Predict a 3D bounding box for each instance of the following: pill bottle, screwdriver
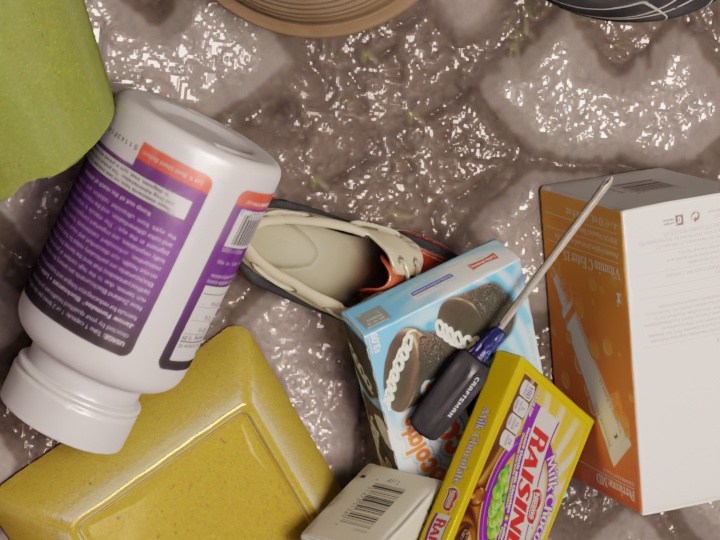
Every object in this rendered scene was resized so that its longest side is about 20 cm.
[{"bbox_3d":[-0.137,0.003,1.311,0.111,0.111,0.201,23,100,-23],"label":"pill bottle"},{"bbox_3d":[0.099,0.025,1.361,0.029,0.028,0.200,40,96,-10],"label":"screwdriver"}]

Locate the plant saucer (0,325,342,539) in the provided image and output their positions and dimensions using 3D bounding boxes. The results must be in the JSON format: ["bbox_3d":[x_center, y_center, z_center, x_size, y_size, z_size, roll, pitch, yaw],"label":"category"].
[{"bbox_3d":[-0.102,0.172,1.394,0.199,0.048,0.201,-34,109,-13],"label":"plant saucer"}]

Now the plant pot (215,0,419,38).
[{"bbox_3d":[-0.031,-0.232,1.286,0.199,0.093,0.203,2,105,8],"label":"plant pot"}]

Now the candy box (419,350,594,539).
[{"bbox_3d":[0.082,0.162,1.383,0.102,0.026,0.201,41,67,-48],"label":"candy box"}]

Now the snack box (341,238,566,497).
[{"bbox_3d":[0.064,0.089,1.421,0.116,0.037,0.201,-26,126,-16],"label":"snack box"}]

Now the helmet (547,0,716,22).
[{"bbox_3d":[0.164,-0.247,1.347,0.199,0.200,0.192,-33,105,-14],"label":"helmet"}]

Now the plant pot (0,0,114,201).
[{"bbox_3d":[-0.229,-0.145,1.230,0.199,0.200,0.191,-33,120,-14],"label":"plant pot"}]

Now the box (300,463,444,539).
[{"bbox_3d":[0.035,0.230,1.414,0.082,0.068,0.201,-44,127,-35],"label":"box"}]

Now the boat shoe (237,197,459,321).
[{"bbox_3d":[0.000,0.000,1.399,0.199,0.062,0.072,19,89,-25],"label":"boat shoe"}]

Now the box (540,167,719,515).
[{"bbox_3d":[0.193,0.043,1.449,0.097,0.124,0.202,-10,102,-20],"label":"box"}]
